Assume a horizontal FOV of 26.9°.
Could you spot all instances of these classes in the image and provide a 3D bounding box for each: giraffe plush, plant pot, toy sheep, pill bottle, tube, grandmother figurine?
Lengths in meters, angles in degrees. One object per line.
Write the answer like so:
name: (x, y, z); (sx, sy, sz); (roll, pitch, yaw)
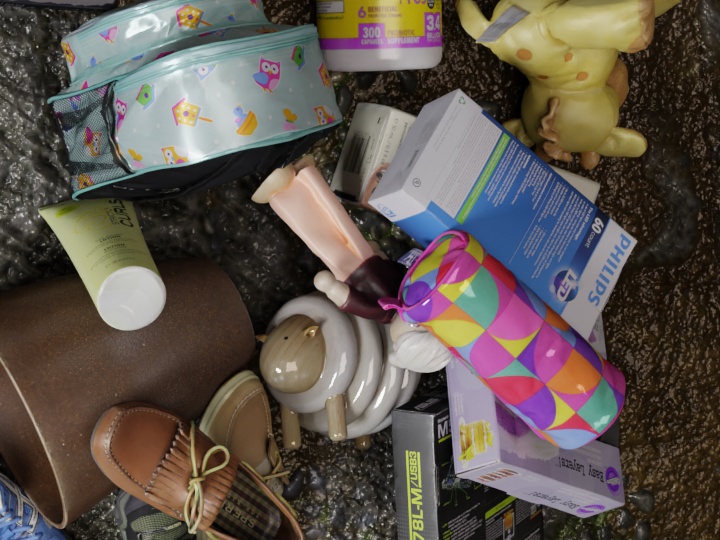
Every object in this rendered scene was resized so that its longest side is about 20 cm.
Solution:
giraffe plush: (0.184, -0.173, 1.277); (0.200, 0.172, 0.163); (-33, 128, -21)
plant pot: (-0.189, 0.073, 1.186); (0.199, 0.187, 0.188); (-26, 106, -24)
toy sheep: (-0.010, 0.080, 1.254); (0.200, 0.137, 0.139); (10, 97, -54)
pill bottle: (0.013, -0.264, 1.222); (0.104, 0.104, 0.201); (-5, 100, -16)
tube: (-0.195, -0.020, 1.149); (0.058, 0.200, 0.052); (26, 103, -28)
grandmother figurine: (0.000, 0.000, 1.185); (0.200, 0.121, 0.061); (48, 125, 5)

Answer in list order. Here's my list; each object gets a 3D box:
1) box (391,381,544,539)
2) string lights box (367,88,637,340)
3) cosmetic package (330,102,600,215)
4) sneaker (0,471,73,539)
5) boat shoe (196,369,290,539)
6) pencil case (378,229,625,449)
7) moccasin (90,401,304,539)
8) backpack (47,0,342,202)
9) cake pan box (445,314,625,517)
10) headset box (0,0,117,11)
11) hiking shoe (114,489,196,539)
box: (0.096, 0.188, 1.290); (0.200, 0.047, 0.194); (-21, 108, -56)
string lights box: (0.115, -0.038, 1.192); (0.200, 0.059, 0.103); (39, 67, -18)
cosmetic package: (0.086, -0.069, 1.277); (0.199, 0.103, 0.088); (18, 92, -17)
sneaker: (-0.299, 0.204, 1.213); (0.076, 0.077, 0.200); (-46, 110, -8)
boat shoe: (-0.091, 0.169, 1.234); (0.074, 0.066, 0.201); (-35, 144, -37)
pencil case: (0.112, 0.054, 1.145); (0.200, 0.088, 0.089); (40, 86, -20)
moccasin: (-0.117, 0.161, 1.115); (0.201, 0.078, 0.074); (48, 65, -35)
backpack: (-0.119, -0.135, 1.132); (0.175, 0.199, 0.154); (-17, 104, -41)
cake pan box: (0.147, 0.100, 1.268); (0.200, 0.052, 0.185); (25, 55, -44)
headset box: (-0.283, -0.289, 1.133); (0.199, 0.093, 0.175); (3, 97, -17)
hiking shoe: (-0.150, 0.236, 1.211); (0.075, 0.101, 0.201); (-17, 141, -30)
